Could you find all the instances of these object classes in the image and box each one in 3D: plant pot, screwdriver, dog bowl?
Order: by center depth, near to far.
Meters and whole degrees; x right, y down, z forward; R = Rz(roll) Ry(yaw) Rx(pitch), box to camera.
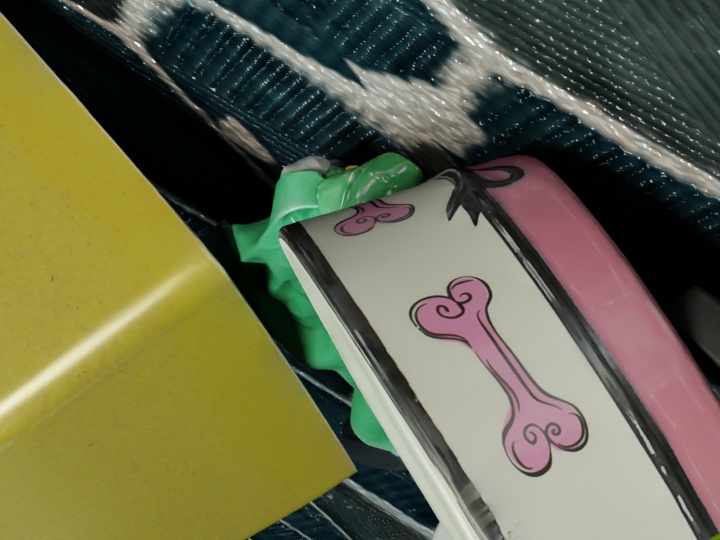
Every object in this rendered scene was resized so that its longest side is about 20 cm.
[{"bbox_3d":[0.058,0.056,0.815,0.200,0.074,0.200,58,176,6],"label":"dog bowl"},{"bbox_3d":[-0.147,0.029,1.074,0.200,0.176,0.200,48,175,28],"label":"plant pot"},{"bbox_3d":[0.034,0.065,1.133,0.028,0.029,0.200,41,168,-12],"label":"screwdriver"}]

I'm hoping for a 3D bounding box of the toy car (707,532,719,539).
[{"bbox_3d":[0.197,0.091,0.655,0.200,0.158,0.164,-20,113,46],"label":"toy car"}]

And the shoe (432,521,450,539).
[{"bbox_3d":[0.056,0.113,1.145,0.200,0.071,0.091,78,179,-52],"label":"shoe"}]

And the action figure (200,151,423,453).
[{"bbox_3d":[0.000,0.000,0.959,0.118,0.055,0.200,37,168,4],"label":"action figure"}]

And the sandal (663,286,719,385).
[{"bbox_3d":[0.127,0.067,0.822,0.075,0.045,0.200,43,-178,41],"label":"sandal"}]
